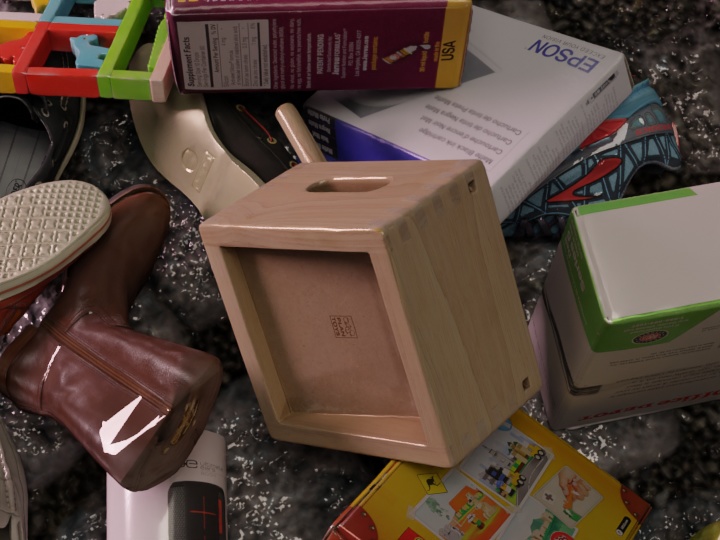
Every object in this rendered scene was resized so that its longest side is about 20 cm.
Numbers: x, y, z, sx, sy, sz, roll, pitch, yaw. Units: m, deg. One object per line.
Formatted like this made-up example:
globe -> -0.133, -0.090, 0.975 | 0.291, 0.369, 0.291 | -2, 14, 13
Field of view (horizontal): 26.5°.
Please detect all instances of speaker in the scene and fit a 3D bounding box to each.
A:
speaker -> -0.124, 0.203, 0.977 | 0.081, 0.081, 0.200 | -1, 68, -4

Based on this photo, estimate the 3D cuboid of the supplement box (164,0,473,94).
supplement box -> -0.030, -0.200, 1.046 | 0.200, 0.103, 0.131 | -1, 63, -3

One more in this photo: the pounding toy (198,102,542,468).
pounding toy -> 0.000, 0.000, 0.972 | 0.142, 0.200, 0.184 | -35, 117, -40

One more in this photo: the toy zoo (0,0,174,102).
toy zoo -> -0.225, -0.172, 1.107 | 0.200, 0.020, 0.131 | 4, 42, 6

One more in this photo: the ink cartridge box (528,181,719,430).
ink cartridge box -> 0.199, 0.025, 1.005 | 0.145, 0.200, 0.084 | -10, 67, -8

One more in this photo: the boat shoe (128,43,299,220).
boat shoe -> -0.101, -0.088, 1.106 | 0.063, 0.074, 0.201 | -9, 51, -47

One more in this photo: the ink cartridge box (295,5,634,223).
ink cartridge box -> 0.055, -0.105, 1.081 | 0.200, 0.041, 0.200 | -45, 45, -19

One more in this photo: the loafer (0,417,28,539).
loafer -> -0.248, 0.163, 0.988 | 0.070, 0.070, 0.200 | -15, 70, -9

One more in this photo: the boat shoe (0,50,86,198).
boat shoe -> -0.248, -0.099, 1.095 | 0.074, 0.066, 0.200 | 14, 68, 4

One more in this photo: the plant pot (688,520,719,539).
plant pot -> 0.271, 0.241, 0.901 | 0.184, 0.200, 0.200 | 25, 68, -10

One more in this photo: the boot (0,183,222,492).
boot -> -0.137, 0.038, 0.989 | 0.200, 0.064, 0.186 | 18, 73, 52

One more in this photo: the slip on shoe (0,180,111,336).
slip on shoe -> -0.250, 0.012, 1.025 | 0.200, 0.061, 0.074 | -40, 60, -6

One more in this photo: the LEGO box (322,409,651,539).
LEGO box -> 0.073, 0.174, 0.950 | 0.149, 0.077, 0.200 | 36, 36, 11

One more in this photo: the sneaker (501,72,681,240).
sneaker -> 0.146, -0.053, 1.095 | 0.200, 0.079, 0.096 | -36, 97, -2
